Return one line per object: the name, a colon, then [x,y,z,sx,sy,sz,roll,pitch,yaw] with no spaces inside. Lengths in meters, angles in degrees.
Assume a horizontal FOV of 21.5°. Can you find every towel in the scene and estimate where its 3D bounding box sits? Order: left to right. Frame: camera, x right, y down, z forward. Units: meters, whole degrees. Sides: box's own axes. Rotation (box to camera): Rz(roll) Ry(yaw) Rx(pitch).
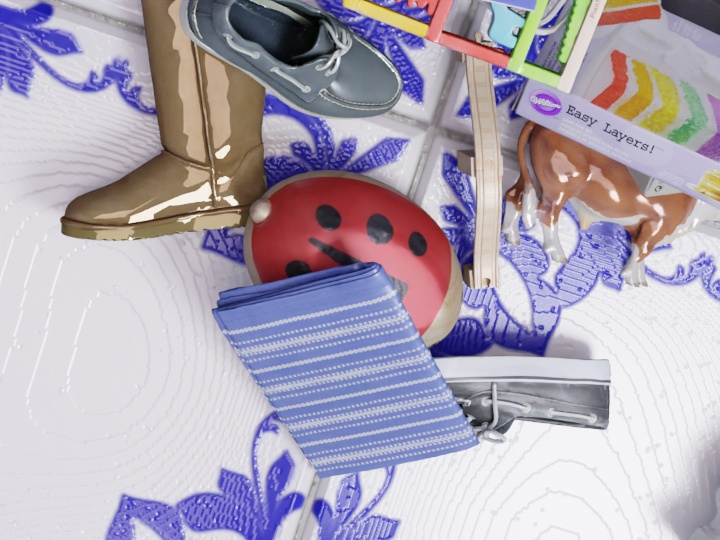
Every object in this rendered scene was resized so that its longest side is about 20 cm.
towel: [-0.010,0.077,1.447,0.144,0.024,0.200,-13,129,22]

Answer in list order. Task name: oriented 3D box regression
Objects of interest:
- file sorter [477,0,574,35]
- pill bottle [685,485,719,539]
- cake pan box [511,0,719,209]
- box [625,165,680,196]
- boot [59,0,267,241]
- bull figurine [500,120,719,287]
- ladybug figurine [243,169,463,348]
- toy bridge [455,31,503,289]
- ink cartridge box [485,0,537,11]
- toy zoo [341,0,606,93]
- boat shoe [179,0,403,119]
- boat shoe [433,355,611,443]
file sorter: [0.108,-0.260,1.389,0.138,0.200,0.125,34,98,-10]
pill bottle: [0.359,0.183,1.525,0.116,0.116,0.200,42,92,-11]
cake pan box: [0.232,-0.156,1.389,0.183,0.052,0.200,28,56,5]
box: [0.298,-0.116,1.458,0.199,0.082,0.069,-6,142,-20]
boot: [-0.151,-0.129,1.446,0.174,0.066,0.201,-7,100,-18]
bull figurine: [0.208,-0.055,1.497,0.199,0.065,0.122,18,96,-9]
ladybug figurine: [0.000,0.000,1.456,0.199,0.072,0.136,26,92,-26]
toy bridge: [0.094,-0.084,1.478,0.027,0.067,0.201,-3,99,-6]
ink cartridge box: [0.028,-0.239,1.245,0.199,0.044,0.095,12,104,-5]
toy zoo: [0.073,-0.216,1.285,0.199,0.020,0.132,20,102,-6]
boat shoe: [-0.041,-0.162,1.424,0.199,0.062,0.073,23,84,-33]
boat shoe: [0.103,0.103,1.504,0.198,0.074,0.069,2,84,-16]
